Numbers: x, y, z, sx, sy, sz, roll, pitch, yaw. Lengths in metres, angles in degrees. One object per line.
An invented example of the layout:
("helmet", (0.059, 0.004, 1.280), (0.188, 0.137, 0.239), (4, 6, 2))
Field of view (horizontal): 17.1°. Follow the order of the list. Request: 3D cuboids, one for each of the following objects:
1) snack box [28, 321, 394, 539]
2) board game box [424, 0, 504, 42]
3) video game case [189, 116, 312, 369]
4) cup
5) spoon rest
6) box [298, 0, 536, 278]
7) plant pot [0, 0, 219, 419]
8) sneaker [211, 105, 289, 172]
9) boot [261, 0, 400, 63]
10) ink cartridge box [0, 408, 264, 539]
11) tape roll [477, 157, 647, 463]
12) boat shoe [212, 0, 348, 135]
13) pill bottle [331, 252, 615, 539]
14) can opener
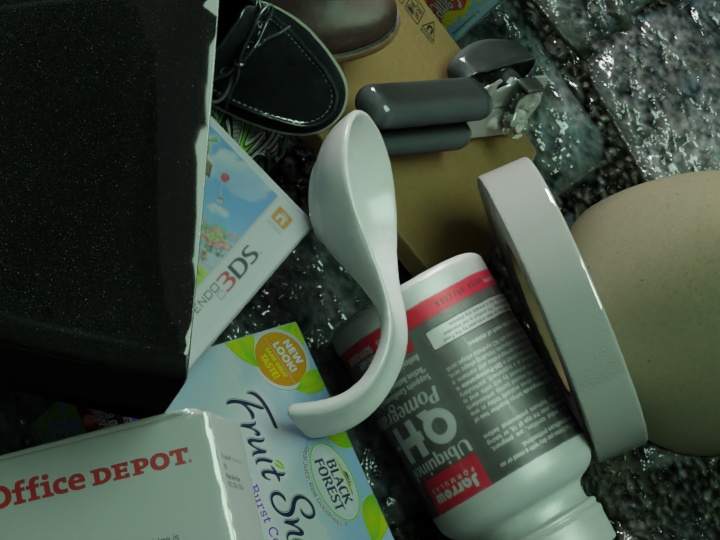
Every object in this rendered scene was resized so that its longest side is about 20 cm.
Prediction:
("snack box", (-0.076, 0.147, 1.391), (0.168, 0.068, 0.200), (-15, 77, -37))
("board game box", (0.048, -0.280, 1.673), (0.200, 0.103, 0.105), (46, 50, -6))
("video game case", (-0.142, -0.043, 1.367), (0.200, 0.022, 0.182), (46, 48, -7))
("cup", (0.256, 0.010, 1.640), (0.200, 0.143, 0.201), (16, 59, -28))
("spoon rest", (0.000, 0.000, 1.419), (0.099, 0.060, 0.200), (52, 41, -60))
("box", (0.033, -0.094, 1.578), (0.200, 0.021, 0.164), (51, 46, -27))
("plant pot", (-0.174, -0.038, 1.216), (0.177, 0.200, 0.200), (5, 80, -9))
("sneaker", (-0.083, -0.077, 1.496), (0.085, 0.078, 0.200), (27, 54, -21))
("boot", (-0.057, -0.202, 1.433), (0.200, 0.166, 0.072), (10, 58, -10))
("ink cartridge box", (-0.118, 0.187, 1.269), (0.084, 0.146, 0.200), (38, 39, -76))
("tape roll", (0.128, 0.026, 1.523), (0.037, 0.203, 0.203), (-23, 78, 0))
("boat shoe", (-0.084, -0.137, 1.414), (0.200, 0.075, 0.062), (37, 9, -32))
("pill bottle", (0.075, 0.099, 1.491), (0.111, 0.111, 0.200), (-25, 82, -40))
("can opener", (0.053, -0.109, 1.560), (0.066, 0.053, 0.200), (47, 33, 20))
